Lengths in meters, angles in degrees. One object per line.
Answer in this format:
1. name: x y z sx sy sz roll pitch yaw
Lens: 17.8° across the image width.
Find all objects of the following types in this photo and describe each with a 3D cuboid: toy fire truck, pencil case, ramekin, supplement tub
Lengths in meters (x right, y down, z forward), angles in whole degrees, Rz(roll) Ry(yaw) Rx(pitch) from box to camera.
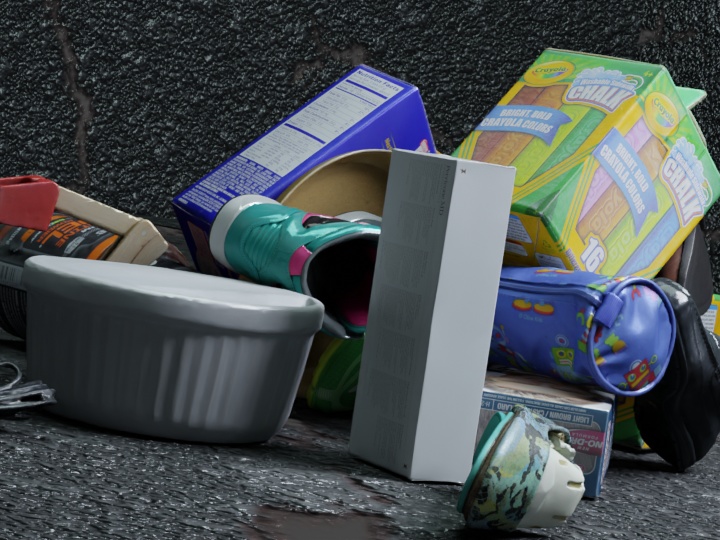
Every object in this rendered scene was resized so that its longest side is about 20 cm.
1. toy fire truck: -0.177 0.011 1.641 0.199 0.142 0.049 7 4 -24
2. pencil case: 0.117 0.031 1.560 0.200 0.078 0.087 10 -24 49
3. ramekin: -0.128 0.052 1.507 0.202 0.095 0.202 9 3 0
4. supplement tub: -0.198 0.017 1.777 0.107 0.107 0.200 5 5 -44

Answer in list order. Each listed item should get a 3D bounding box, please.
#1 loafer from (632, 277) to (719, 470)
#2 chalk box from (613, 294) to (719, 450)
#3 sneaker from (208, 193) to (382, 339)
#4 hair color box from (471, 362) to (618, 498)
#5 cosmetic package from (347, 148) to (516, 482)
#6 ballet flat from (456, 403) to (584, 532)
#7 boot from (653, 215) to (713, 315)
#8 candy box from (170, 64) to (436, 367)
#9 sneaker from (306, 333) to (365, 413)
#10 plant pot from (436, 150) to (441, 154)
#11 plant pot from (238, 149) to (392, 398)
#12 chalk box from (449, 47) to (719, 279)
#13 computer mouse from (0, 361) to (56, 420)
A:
1. loafer: 0.225 0.063 1.612 0.068 0.070 0.201 38 -20 32
2. chalk box: 0.170 0.061 1.821 0.200 0.124 0.125 12 5 33
3. sneaker: 0.000 0.000 1.638 0.200 0.084 0.121 9 16 -47
4. hair color box: 0.121 0.104 1.561 0.100 0.061 0.200 9 4 7
5. cosmetic package: 0.045 0.028 1.457 0.050 0.201 0.082 6 5 -28
6. ballet flat: 0.098 0.116 1.324 0.074 0.074 0.200 9 7 6
7. boot: 0.158 -0.012 1.723 0.199 0.069 0.189 -11 39 11
8. candy box: -0.029 -0.035 1.776 0.200 0.169 0.077 -37 43 -22
9. sneaker: 0.054 0.073 1.705 0.199 0.074 0.084 -9 40 -29
10. plant pot: 0.050 0.006 2.046 0.200 0.201 0.183 7 20 -29
11. plant pot: -0.018 0.000 1.730 0.200 0.201 0.027 5 18 -44
12. chalk box: 0.167 -0.075 1.651 0.124 0.200 0.124 13 -36 47
13. computer mouse: -0.290 0.060 1.400 0.138 0.053 0.200 4 17 -40
